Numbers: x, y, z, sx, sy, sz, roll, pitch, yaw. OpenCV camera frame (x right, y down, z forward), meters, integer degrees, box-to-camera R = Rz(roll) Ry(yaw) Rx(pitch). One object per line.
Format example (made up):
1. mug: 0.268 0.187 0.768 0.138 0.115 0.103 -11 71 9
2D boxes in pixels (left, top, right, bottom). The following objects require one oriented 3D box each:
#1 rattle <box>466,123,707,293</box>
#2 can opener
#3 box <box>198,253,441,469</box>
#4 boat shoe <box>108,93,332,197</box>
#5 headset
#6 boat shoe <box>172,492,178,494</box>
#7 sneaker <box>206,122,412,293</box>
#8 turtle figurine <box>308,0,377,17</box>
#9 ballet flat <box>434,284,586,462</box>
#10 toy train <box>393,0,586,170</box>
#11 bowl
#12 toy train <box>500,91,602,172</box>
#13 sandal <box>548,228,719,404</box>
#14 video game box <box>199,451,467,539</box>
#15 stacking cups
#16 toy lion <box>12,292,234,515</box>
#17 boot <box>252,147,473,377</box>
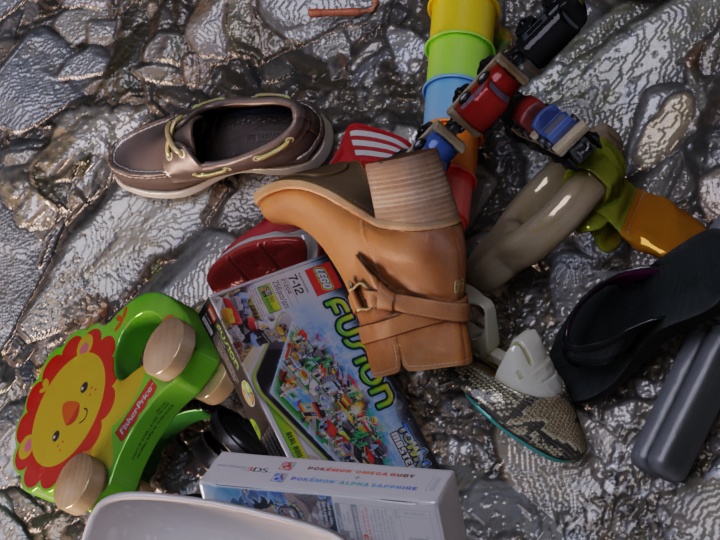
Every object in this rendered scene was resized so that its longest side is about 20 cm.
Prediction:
1. rattle: 0.149 -0.003 1.438 0.200 0.142 0.131 -46 26 20
2. can opener: 0.241 0.050 1.356 0.201 0.066 0.053 -67 16 -5
3. box: -0.029 0.095 1.420 0.109 0.035 0.201 -20 73 -27
4. boat shoe: -0.124 -0.106 1.572 0.198 0.059 0.073 -5 70 23
5. headset: -0.098 0.175 1.472 0.199 0.094 0.124 16 80 44
6. boat shoe: -0.167 0.239 1.430 0.060 0.072 0.200 48 135 10
7. sneaker: -0.030 -0.043 1.524 0.199 0.078 0.116 -21 33 30
8. turtle figurine: 0.033 -0.296 1.577 0.199 0.064 0.163 -20 64 17
9. ballet flat: 0.087 0.058 1.386 0.199 0.068 0.076 35 122 24
10. toy train: 0.090 -0.123 1.387 0.200 0.034 0.046 -46 22 13
11. bowl: -0.095 0.251 1.284 0.198 0.075 0.202 9 92 12
12. toy train: 0.132 -0.109 1.407 0.034 0.046 0.200 -43 16 1
13. sandal: 0.188 0.028 1.352 0.200 0.048 0.076 -41 45 41
14. video game box: -0.007 0.225 1.341 0.181 0.201 0.047 1 30 23
15. stacking cups: 0.076 -0.122 1.479 0.060 0.061 0.202 -8 59 21
16. toy lion: -0.198 0.102 1.507 0.201 0.068 0.192 -56 35 7
17. boot: 0.000 0.000 1.380 0.199 0.073 0.156 -3 100 53
